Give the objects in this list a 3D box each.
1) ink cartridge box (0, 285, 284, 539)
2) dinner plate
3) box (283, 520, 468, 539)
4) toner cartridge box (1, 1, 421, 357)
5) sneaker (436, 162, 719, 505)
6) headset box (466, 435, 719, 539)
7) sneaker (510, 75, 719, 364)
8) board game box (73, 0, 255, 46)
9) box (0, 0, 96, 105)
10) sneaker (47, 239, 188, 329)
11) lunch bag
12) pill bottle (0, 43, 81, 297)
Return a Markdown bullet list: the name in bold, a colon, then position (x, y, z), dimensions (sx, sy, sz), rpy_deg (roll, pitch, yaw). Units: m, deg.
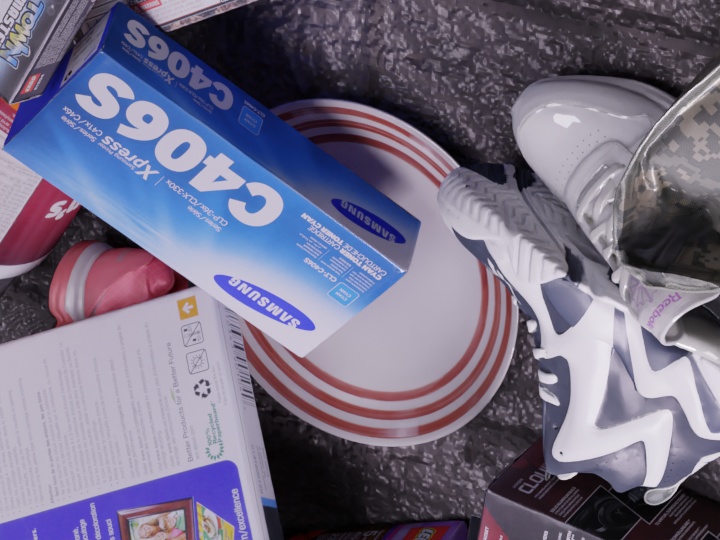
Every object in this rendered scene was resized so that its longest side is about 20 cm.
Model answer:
- **ink cartridge box**: position (-0.145, 0.126, 1.458), dimensions (0.200, 0.043, 0.199), rpy_deg (-16, 77, 16)
- **dinner plate**: position (0.000, 0.000, 1.442), dimensions (0.200, 0.024, 0.201), rpy_deg (14, 119, 26)
- **box**: position (-0.035, 0.209, 1.449), dimensions (0.137, 0.200, 0.039), rpy_deg (-7, 115, 34)
- **toner cartridge box**: position (-0.076, -0.044, 1.377), dimensions (0.200, 0.043, 0.095), rpy_deg (35, 132, -19)
- **sneaker**: position (0.102, 0.044, 1.355), dimensions (0.199, 0.080, 0.130), rpy_deg (32, 121, -3)
- **headset box**: position (0.139, 0.189, 1.408), dimensions (0.200, 0.077, 0.149), rpy_deg (22, 121, 24)
- **sneaker**: position (0.148, -0.022, 1.290), dimensions (0.200, 0.100, 0.075), rpy_deg (40, 128, 12)
- **board game box**: position (-0.097, -0.230, 1.349), dimensions (0.159, 0.097, 0.200), rpy_deg (-14, 103, 36)
- **box**: position (-0.157, -0.193, 1.295), dimensions (0.110, 0.035, 0.200), rpy_deg (39, 115, 11)
- **sneaker**: position (-0.115, 0.079, 1.521), dimensions (0.087, 0.074, 0.201), rpy_deg (-3, 110, 32)
- **lunch bag**: position (0.211, -0.071, 1.172), dimensions (0.118, 0.164, 0.200), rpy_deg (48, 121, 5)
- **pill bottle**: position (-0.201, -0.065, 1.484), dimensions (0.110, 0.110, 0.200), rpy_deg (44, 128, 8)
